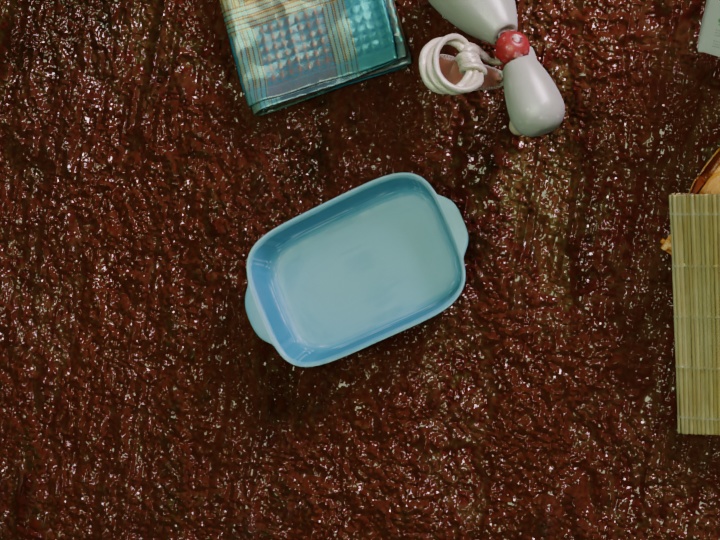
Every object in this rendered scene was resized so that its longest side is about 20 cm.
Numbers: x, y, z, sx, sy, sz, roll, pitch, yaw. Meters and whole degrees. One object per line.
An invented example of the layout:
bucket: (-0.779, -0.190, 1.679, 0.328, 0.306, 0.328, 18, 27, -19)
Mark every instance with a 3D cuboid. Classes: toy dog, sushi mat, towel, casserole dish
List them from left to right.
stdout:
towel: (-0.052, -0.243, 1.673, 0.146, 0.022, 0.201, -17, 85, 16)
casserole dish: (0.000, 0.000, 1.650, 0.199, 0.039, 0.122, -25, 83, 17)
toy dog: (0.089, -0.185, 1.587, 0.131, 0.096, 0.201, 9, 59, -19)
sushi mat: (0.282, 0.037, 1.529, 0.095, 0.012, 0.201, 8, 113, 32)

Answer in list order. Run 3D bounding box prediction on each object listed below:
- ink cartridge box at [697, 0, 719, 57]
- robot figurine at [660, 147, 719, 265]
ink cartridge box: (0.359, -0.221, 1.440, 0.199, 0.084, 0.176, 19, 133, 14)
robot figurine: (0.326, -0.069, 1.535, 0.145, 0.058, 0.200, 39, 102, 13)
